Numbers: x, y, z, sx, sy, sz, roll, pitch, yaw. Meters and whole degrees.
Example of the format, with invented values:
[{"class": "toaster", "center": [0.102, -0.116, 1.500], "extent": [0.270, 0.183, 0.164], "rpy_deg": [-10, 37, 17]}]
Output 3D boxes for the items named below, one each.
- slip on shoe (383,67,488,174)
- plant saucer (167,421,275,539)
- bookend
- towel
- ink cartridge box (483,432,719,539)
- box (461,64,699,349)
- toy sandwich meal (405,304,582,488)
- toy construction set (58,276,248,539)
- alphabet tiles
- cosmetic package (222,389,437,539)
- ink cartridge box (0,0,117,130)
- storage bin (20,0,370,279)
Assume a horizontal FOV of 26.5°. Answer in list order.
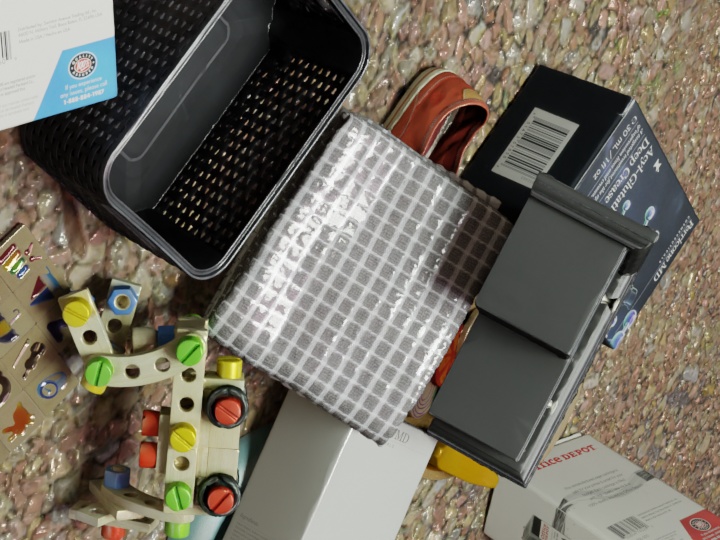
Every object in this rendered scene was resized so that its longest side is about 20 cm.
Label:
[{"class": "slip on shoe", "center": [0.032, -0.063, 1.186], "extent": [0.201, 0.061, 0.074], "rpy_deg": [-58, 143, -4]}, {"class": "plant saucer", "center": [-0.076, 0.218, 1.253], "extent": [0.199, 0.027, 0.202], "rpy_deg": [-26, 128, -38]}, {"class": "bookend", "center": [0.125, 0.050, 1.105], "extent": [0.200, 0.092, 0.200], "rpy_deg": [-62, 171, -2]}, {"class": "towel", "center": [0.000, 0.000, 1.098], "extent": [0.165, 0.086, 0.201], "rpy_deg": [31, 87, -8]}, {"class": "ink cartridge box", "center": [0.242, 0.254, 1.488], "extent": [0.146, 0.199, 0.084], "rpy_deg": [-12, 123, -43]}, {"class": "box", "center": [0.189, -0.051, 1.329], "extent": [0.149, 0.107, 0.200], "rpy_deg": [-55, 141, -10]}, {"class": "toy sandwich meal", "center": [0.114, 0.113, 1.367], "extent": [0.204, 0.070, 0.207], "rpy_deg": [-26, 128, -37]}, {"class": "toy construction set", "center": [-0.144, 0.107, 1.041], "extent": [0.130, 0.092, 0.202], "rpy_deg": [5, 116, -7]}, {"class": "alphabet tiles", "center": [-0.263, 0.070, 0.978], "extent": [0.200, 0.006, 0.167], "rpy_deg": [-47, 139, -19]}, {"class": "cosmetic package", "center": [-0.033, 0.195, 1.198], "extent": [0.113, 0.081, 0.201], "rpy_deg": [26, 87, -48]}, {"class": "ink cartridge box", "center": [-0.204, -0.186, 0.849], "extent": [0.115, 0.068, 0.202], "rpy_deg": [-23, 127, -38]}, {"class": "storage bin", "center": [-0.103, -0.115, 0.983], "extent": [0.201, 0.093, 0.135], "rpy_deg": [-56, 140, -10]}]
